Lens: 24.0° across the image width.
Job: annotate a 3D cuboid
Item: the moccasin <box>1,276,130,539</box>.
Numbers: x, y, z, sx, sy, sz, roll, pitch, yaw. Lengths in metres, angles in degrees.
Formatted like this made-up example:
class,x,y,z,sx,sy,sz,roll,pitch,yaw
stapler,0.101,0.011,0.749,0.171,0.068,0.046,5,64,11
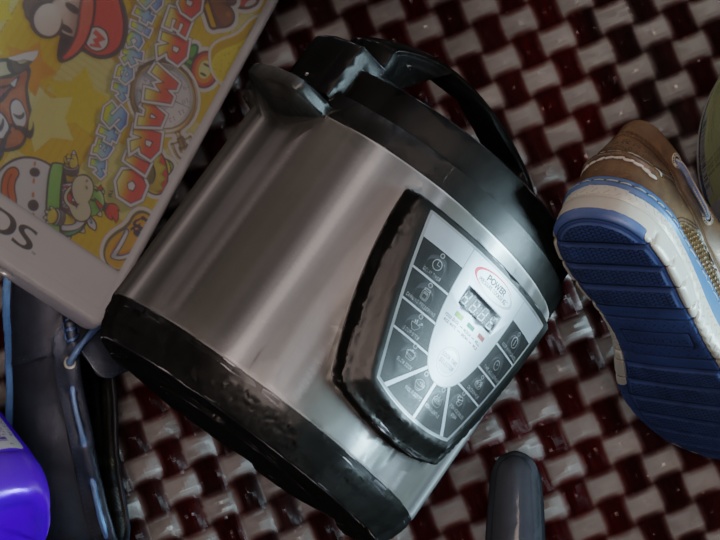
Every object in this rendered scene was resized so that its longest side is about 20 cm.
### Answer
class,x,y,z,sx,sy,sz,roll,pitch,yaw
moccasin,-0.134,0.043,0.846,0.067,0.080,0.203,3,98,16

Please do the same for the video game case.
class,x,y,z,sx,sy,sz,roll,pitch,yaw
video game case,-0.150,-0.105,0.787,0.181,0.023,0.201,35,68,-22

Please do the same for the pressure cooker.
class,x,y,z,sx,sy,sz,roll,pitch,yaw
pressure cooker,-0.002,-0.001,0.780,0.178,0.176,0.201,35,78,8

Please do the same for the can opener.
class,x,y,z,sx,sy,sz,roll,pitch,yaw
can opener,0.071,0.188,0.815,0.078,0.063,0.203,5,84,0

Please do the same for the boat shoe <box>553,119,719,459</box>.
class,x,y,z,sx,sy,sz,roll,pitch,yaw
boat shoe,0.154,0.014,0.782,0.072,0.201,0.073,8,56,34

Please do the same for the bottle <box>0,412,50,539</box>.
class,x,y,z,sx,sy,sz,roll,pitch,yaw
bottle,-0.226,0.069,0.816,0.083,0.066,0.200,-22,47,-31

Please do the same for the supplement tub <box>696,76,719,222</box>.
class,x,y,z,sx,sy,sz,roll,pitch,yaw
supplement tub,0.232,-0.065,0.759,0.143,0.200,0.147,0,84,4
